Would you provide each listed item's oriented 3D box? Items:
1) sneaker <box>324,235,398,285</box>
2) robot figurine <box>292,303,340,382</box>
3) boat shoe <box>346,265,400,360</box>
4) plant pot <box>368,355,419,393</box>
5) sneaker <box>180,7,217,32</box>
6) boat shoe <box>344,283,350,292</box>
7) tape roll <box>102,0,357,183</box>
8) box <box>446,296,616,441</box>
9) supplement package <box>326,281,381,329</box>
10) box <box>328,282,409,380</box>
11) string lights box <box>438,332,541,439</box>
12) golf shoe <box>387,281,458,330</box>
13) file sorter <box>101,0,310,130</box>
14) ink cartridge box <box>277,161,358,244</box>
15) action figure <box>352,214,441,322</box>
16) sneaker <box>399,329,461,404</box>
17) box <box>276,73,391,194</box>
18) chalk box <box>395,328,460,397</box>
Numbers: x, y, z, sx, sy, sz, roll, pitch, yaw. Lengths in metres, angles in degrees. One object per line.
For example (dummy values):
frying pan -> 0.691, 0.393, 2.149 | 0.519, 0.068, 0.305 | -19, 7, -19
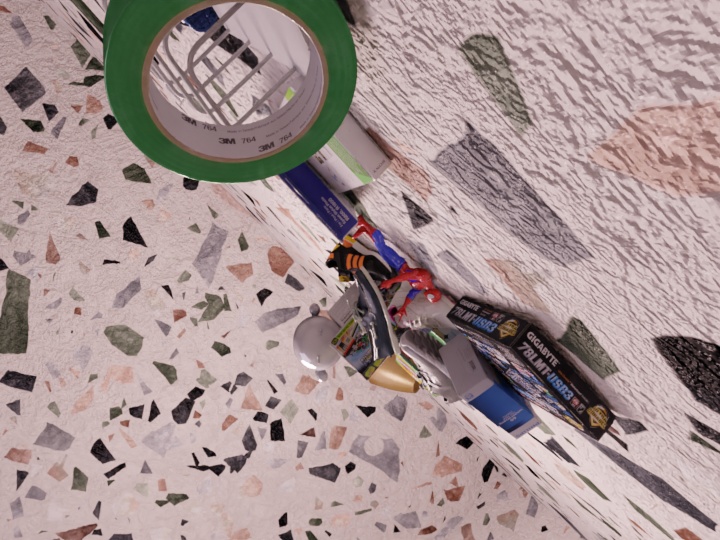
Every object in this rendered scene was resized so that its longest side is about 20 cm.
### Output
sneaker -> 0.000, 0.000, 1.135 | 0.199, 0.090, 0.070 | 35, 169, 48
robot figurine -> -0.095, 0.159, 1.218 | 0.200, 0.111, 0.173 | 165, 96, -83
boat shoe -> 0.019, 0.082, 0.973 | 0.075, 0.061, 0.202 | -114, 3, -51
plant pot -> 0.160, 0.428, 2.277 | 0.198, 0.188, 0.187 | 22, 162, 32
sneaker -> -0.237, -0.354, 0.601 | 0.077, 0.070, 0.200 | 33, 168, 28
boat shoe -> -0.024, 0.116, 1.919 | 0.074, 0.066, 0.200 | 40, 171, 26
tape roll -> -0.102, -0.161, 0.445 | 0.201, 0.198, 0.049 | 55, -168, -55
box -> 0.236, 0.134, 0.789 | 0.198, 0.050, 0.200 | 44, 174, -15
supplement package -> 0.035, 0.109, 1.280 | 0.111, 0.156, 0.200 | 39, 171, 28
box -> 0.039, 0.109, 1.109 | 0.110, 0.201, 0.035 | 35, 170, 36
string lights box -> 0.224, 0.199, 0.932 | 0.199, 0.059, 0.104 | 40, -160, -35
golf shoe -> 0.116, 0.079, 0.966 | 0.076, 0.092, 0.199 | 48, 169, -25
file sorter -> -0.151, -0.239, 0.561 | 0.199, 0.125, 0.139 | 39, 170, 32
ink cartridge box -> -0.081, -0.142, 0.838 | 0.197, 0.043, 0.200 | 47, -174, -14
action figure -> 0.046, 0.005, 0.934 | 0.199, 0.099, 0.065 | 38, 172, 20
sneaker -> 0.129, 0.182, 0.964 | 0.200, 0.082, 0.075 | 42, -162, -27
box -> -0.045, -0.170, 0.710 | 0.144, 0.036, 0.200 | 46, 173, -13
chalk box -> 0.153, 0.167, 1.106 | 0.124, 0.124, 0.200 | 41, 172, 14
